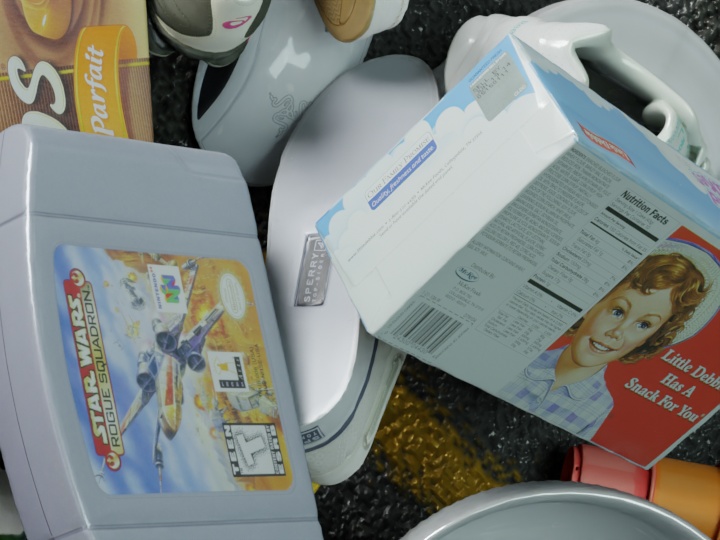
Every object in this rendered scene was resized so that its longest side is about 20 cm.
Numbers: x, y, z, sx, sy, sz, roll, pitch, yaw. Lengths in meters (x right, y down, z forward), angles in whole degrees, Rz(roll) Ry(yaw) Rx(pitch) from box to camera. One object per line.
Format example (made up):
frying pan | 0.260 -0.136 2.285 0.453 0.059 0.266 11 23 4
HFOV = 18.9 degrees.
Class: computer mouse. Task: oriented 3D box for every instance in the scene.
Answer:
computer mouse | -0.016 -0.133 0.996 0.109 0.044 0.201 27 75 -34

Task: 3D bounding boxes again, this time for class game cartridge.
game cartridge | -0.081 0.043 0.820 0.133 0.041 0.201 7 65 -53

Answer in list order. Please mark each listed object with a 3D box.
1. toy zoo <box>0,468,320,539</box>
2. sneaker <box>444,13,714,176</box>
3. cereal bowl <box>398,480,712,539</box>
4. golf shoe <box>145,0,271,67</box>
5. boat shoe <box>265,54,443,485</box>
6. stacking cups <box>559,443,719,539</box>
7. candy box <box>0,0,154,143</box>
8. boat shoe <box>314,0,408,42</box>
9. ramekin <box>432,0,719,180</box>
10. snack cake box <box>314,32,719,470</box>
toy zoo | -0.101 0.091 0.912 0.131 0.020 0.200 40 65 5
sneaker | 0.124 -0.040 0.962 0.200 0.080 0.071 40 67 -31
cereal bowl | 0.078 0.187 0.934 0.199 0.083 0.202 0 92 -8
golf shoe | -0.062 -0.191 0.925 0.077 0.088 0.202 -3 84 -23
boat shoe | 0.000 0.000 0.942 0.070 0.070 0.201 62 34 -51
stacking cups | 0.200 0.131 1.098 0.198 0.061 0.061 9 85 -3
candy box | -0.141 -0.069 0.871 0.115 0.055 0.202 3 82 -50
boat shoe | 0.014 -0.199 0.958 0.069 0.071 0.202 4 80 -32
ramekin | 0.097 -0.028 1.049 0.201 0.094 0.204 0 90 -36
snack cake box | 0.093 -0.001 0.891 0.115 0.067 0.200 -44 137 18
